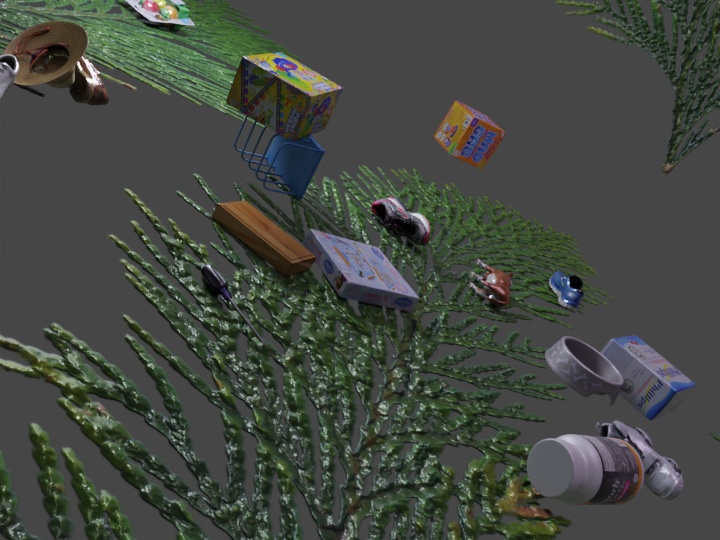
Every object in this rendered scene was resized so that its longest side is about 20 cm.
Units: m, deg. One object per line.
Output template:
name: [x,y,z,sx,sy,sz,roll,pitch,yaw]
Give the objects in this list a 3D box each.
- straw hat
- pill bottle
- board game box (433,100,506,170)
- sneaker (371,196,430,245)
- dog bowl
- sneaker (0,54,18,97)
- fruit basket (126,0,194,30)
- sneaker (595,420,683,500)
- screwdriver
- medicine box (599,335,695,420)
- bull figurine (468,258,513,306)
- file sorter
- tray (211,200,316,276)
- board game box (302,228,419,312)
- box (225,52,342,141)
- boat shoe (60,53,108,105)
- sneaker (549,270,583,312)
straw hat: [-0.648,-0.433,1.588,0.201,0.201,0.085,45,-15,31]
pill bottle: [0.381,0.339,1.273,0.199,0.117,0.116,13,28,-38]
board game box: [0.495,-0.617,3.415,0.199,0.200,0.200,18,25,-32]
sneaker: [0.108,-0.125,1.987,0.074,0.081,0.200,-10,37,-40]
dog bowl: [0.542,0.235,1.801,0.200,0.059,0.200,27,22,-12]
sneaker: [-0.694,-0.361,1.400,0.073,0.071,0.200,23,23,-22]
fruit basket: [-0.691,-0.896,2.557,0.185,0.094,0.200,41,26,22]
sneaker: [0.546,0.371,1.489,0.115,0.075,0.200,24,17,-19]
screwdriver: [-0.207,0.059,1.214,0.028,0.029,0.200,6,36,-49]
medicine box: [0.718,0.269,1.904,0.200,0.103,0.182,44,24,31]
bull figurine: [0.350,0.033,1.976,0.121,0.065,0.200,27,19,-1]
file sorter: [-0.206,-0.292,1.832,0.122,0.139,0.200,6,32,-41]
tray: [-0.191,-0.068,1.495,0.200,0.037,0.099,39,22,15]
board game box: [0.000,0.000,1.597,0.199,0.041,0.200,14,27,-38]
box: [-0.179,-0.421,1.802,0.192,0.122,0.200,32,26,8]
boat shoe: [-0.618,-0.431,1.670,0.067,0.072,0.200,14,33,-50]
sneaker: [0.645,0.050,2.306,0.078,0.089,0.200,27,21,-15]
